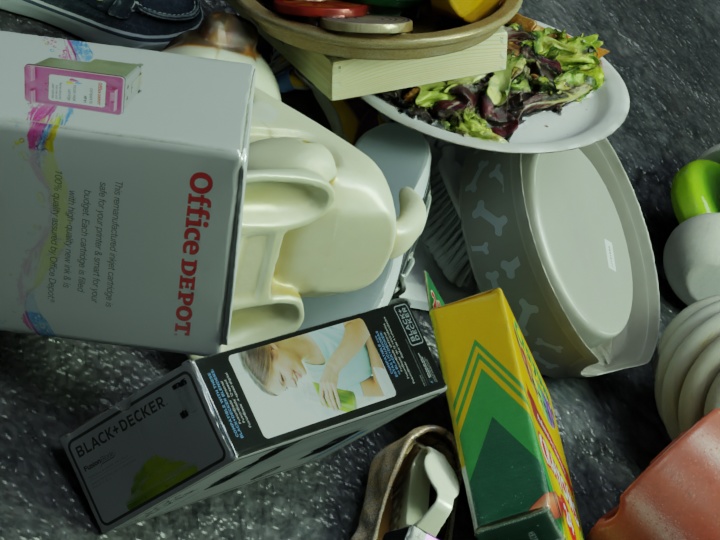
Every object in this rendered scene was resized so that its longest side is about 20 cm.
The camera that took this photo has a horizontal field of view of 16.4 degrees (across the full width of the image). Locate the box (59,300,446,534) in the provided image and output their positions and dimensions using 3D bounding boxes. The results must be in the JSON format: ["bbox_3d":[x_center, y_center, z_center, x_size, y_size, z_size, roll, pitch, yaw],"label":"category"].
[{"bbox_3d":[-0.058,0.080,1.407,0.200,0.117,0.060,-13,76,-53],"label":"box"}]

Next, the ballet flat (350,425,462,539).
[{"bbox_3d":[0.027,0.164,1.459,0.068,0.067,0.200,31,37,-21],"label":"ballet flat"}]

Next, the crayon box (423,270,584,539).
[{"bbox_3d":[0.092,0.103,1.553,0.127,0.051,0.200,61,14,-51],"label":"crayon box"}]

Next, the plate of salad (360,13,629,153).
[{"bbox_3d":[0.083,-0.138,1.661,0.199,0.048,0.200,9,33,-6],"label":"plate of salad"}]

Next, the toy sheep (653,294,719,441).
[{"bbox_3d":[0.264,0.082,1.723,0.138,0.138,0.200,26,8,-27],"label":"toy sheep"}]

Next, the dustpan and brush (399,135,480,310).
[{"bbox_3d":[0.060,-0.065,1.732,0.139,0.057,0.200,10,48,-42],"label":"dustpan and brush"}]

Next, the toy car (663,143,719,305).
[{"bbox_3d":[0.334,-0.026,1.908,0.200,0.150,0.175,41,35,-8],"label":"toy car"}]

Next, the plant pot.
[{"bbox_3d":[0.256,0.196,1.576,0.195,0.201,0.201,47,33,14],"label":"plant pot"}]

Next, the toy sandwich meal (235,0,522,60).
[{"bbox_3d":[0.014,-0.197,1.577,0.204,0.070,0.205,2,27,-1],"label":"toy sandwich meal"}]

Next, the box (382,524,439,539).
[{"bbox_3d":[0.075,0.252,1.399,0.200,0.036,0.143,32,64,-19],"label":"box"}]

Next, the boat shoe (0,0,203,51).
[{"bbox_3d":[-0.165,-0.199,1.602,0.200,0.091,0.071,11,47,-41],"label":"boat shoe"}]

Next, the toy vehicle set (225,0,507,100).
[{"bbox_3d":[-0.004,-0.171,1.635,0.124,0.027,0.200,-11,31,-22],"label":"toy vehicle set"}]

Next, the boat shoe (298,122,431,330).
[{"bbox_3d":[-0.003,-0.001,1.591,0.073,0.068,0.200,6,53,17],"label":"boat shoe"}]

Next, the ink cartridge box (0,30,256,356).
[{"bbox_3d":[-0.159,-0.043,1.333,0.199,0.145,0.085,8,40,-1],"label":"ink cartridge box"}]

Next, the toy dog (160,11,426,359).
[{"bbox_3d":[-0.072,-0.073,1.521,0.193,0.140,0.200,-17,47,-23],"label":"toy dog"}]

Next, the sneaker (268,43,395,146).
[{"bbox_3d":[-0.034,-0.135,1.693,0.090,0.075,0.200,13,45,-46],"label":"sneaker"}]

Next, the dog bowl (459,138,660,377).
[{"bbox_3d":[0.135,-0.018,1.714,0.200,0.059,0.201,38,43,-47],"label":"dog bowl"}]
